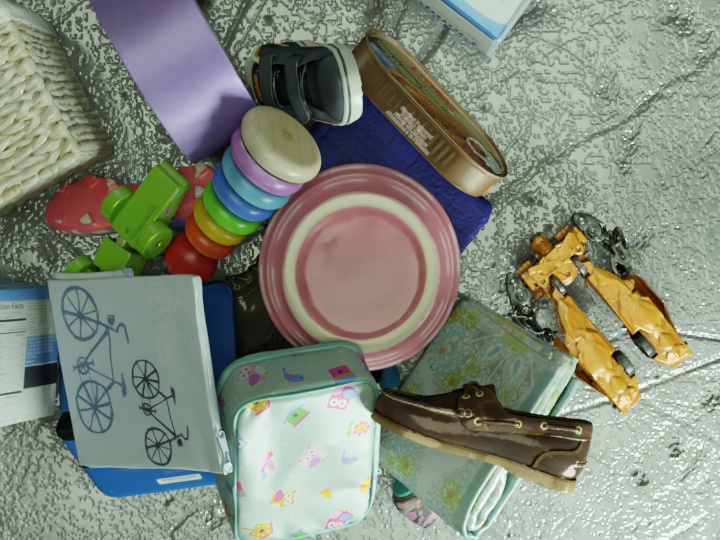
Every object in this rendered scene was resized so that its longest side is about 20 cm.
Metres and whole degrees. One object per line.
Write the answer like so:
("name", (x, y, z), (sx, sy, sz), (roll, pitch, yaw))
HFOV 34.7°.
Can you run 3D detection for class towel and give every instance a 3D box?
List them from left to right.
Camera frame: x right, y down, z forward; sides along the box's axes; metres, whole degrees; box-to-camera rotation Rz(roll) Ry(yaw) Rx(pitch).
("towel", (0.023, -0.077, 1.167), (0.200, 0.050, 0.148), (43, 74, -7))
("towel", (0.110, 0.140, 1.147), (0.048, 0.171, 0.201), (34, 89, -39))

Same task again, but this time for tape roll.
("tape roll", (-0.177, -0.210, 1.104), (0.084, 0.200, 0.202), (-30, 92, 0))

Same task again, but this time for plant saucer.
("plant saucer", (0.000, 0.000, 1.106), (0.197, 0.051, 0.204), (0, 98, -2))

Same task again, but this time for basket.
("basket", (-0.366, -0.138, 1.111), (0.196, 0.200, 0.162), (-29, 98, 1))

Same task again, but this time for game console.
("game console", (-0.198, 0.127, 1.174), (0.197, 0.119, 0.172), (-10, 131, 16))

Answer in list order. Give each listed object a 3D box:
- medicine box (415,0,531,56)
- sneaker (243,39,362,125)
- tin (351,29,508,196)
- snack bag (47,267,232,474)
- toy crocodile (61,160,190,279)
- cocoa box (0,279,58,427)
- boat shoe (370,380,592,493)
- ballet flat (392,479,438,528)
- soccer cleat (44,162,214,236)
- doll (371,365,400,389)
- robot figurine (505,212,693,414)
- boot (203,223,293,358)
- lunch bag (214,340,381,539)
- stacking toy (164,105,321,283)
("medicine box", (0.120, -0.353, 1.151), (0.181, 0.103, 0.201), (36, 91, -2))
("sneaker", (-0.059, -0.178, 1.105), (0.078, 0.200, 0.080), (-13, 107, -16))
("tin", (0.067, -0.157, 1.155), (0.200, 0.112, 0.042), (46, 118, -2))
("snack bag", (-0.204, 0.091, 1.062), (0.198, 0.021, 0.192), (-4, 98, 34))
("toy crocodile", (-0.229, -0.015, 1.118), (0.067, 0.062, 0.201), (36, 100, 18))
("cocoa box", (-0.410, 0.071, 1.121), (0.197, 0.133, 0.133), (6, 92, 18))
("boat shoe", (0.111, 0.135, 1.040), (0.197, 0.070, 0.071), (17, 99, -2))
("ballet flat", (0.122, 0.193, 1.197), (0.200, 0.069, 0.071), (-42, 112, 6))
("soccer cleat", (-0.226, -0.062, 1.181), (0.197, 0.077, 0.068), (-10, 59, 14))
("doll", (-0.015, 0.117, 1.178), (0.135, 0.048, 0.202), (20, 102, -30))
("robot figurine", (0.240, 0.041, 1.190), (0.145, 0.058, 0.201), (-40, 93, 1))
("boot", (-0.125, 0.014, 1.180), (0.171, 0.069, 0.203), (-13, 92, 1))
("lunch bag", (-0.056, 0.165, 1.093), (0.158, 0.077, 0.202), (-11, 129, -19))
("stacking toy", (-0.125, -0.061, 1.103), (0.085, 0.085, 0.200), (43, 122, -2))
